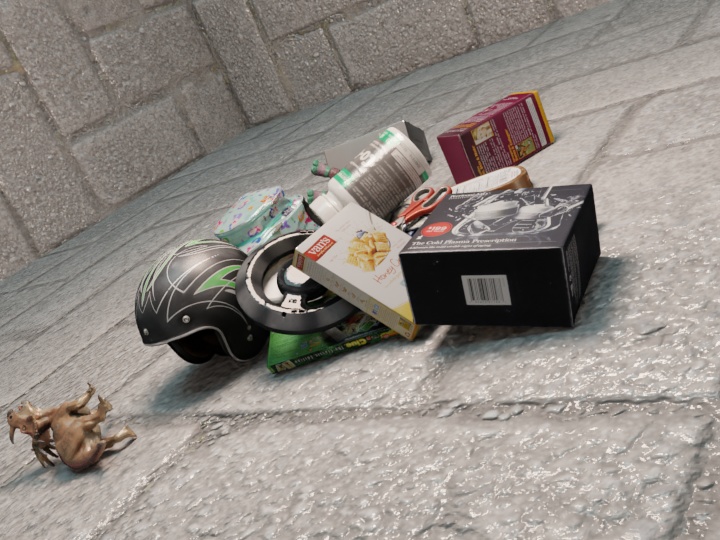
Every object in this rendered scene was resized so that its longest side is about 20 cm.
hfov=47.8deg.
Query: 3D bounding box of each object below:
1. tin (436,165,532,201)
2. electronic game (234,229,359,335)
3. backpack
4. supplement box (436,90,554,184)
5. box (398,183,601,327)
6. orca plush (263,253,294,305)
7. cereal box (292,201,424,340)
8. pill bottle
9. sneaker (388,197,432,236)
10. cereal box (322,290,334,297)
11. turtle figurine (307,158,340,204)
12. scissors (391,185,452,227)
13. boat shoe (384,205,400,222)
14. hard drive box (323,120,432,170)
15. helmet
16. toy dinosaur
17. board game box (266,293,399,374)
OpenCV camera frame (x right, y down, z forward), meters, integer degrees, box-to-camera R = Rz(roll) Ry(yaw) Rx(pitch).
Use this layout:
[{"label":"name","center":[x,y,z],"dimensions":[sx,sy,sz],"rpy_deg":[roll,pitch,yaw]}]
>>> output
[{"label":"tin","center":[0.203,-0.133,1.438],"dimensions":[0.200,0.042,0.112],"rpy_deg":[-19,15,18]},{"label":"electronic game","center":[-0.080,0.013,1.157],"dimensions":[0.200,0.042,0.200],"rpy_deg":[-4,45,4]},{"label":"backpack","center":[-0.189,-0.057,1.538],"dimensions":[0.177,0.151,0.200],"rpy_deg":[-3,48,52]},{"label":"supplement box","center":[0.264,-0.257,1.580],"dimensions":[0.200,0.111,0.086],"rpy_deg":[-31,19,-18]},{"label":"box","center":[0.176,-0.021,1.002],"dimensions":[0.200,0.104,0.182],"rpy_deg":[-1,27,27]},{"label":"orca plush","center":[-0.089,0.002,1.242],"dimensions":[0.105,0.071,0.200],"rpy_deg":[22,54,11]},{"label":"cereal box","center":[0.027,-0.004,1.114],"dimensions":[0.200,0.040,0.144],"rpy_deg":[32,46,15]},{"label":"pill bottle","center":[0.016,-0.142,1.404],"dimensions":[0.200,0.113,0.113],"rpy_deg":[-42,19,-2]},{"label":"sneaker","center":[0.096,-0.067,1.336],"dimensions":[0.085,0.077,0.200],"rpy_deg":[-38,21,-23]},{"label":"cereal box","center":[0.000,0.000,1.297],"dimensions":[0.144,0.040,0.200],"rpy_deg":[-29,19,-2]},{"label":"turtle figurine","center":[-0.009,-0.180,1.734],"dimensions":[0.200,0.101,0.150],"rpy_deg":[5,63,14]},{"label":"scissors","center":[0.068,-0.078,1.299],"dimensions":[0.200,0.014,0.073],"rpy_deg":[-42,35,-26]},{"label":"boat shoe","center":[0.019,-0.080,1.482],"dimensions":[0.200,0.072,0.066],"rpy_deg":[5,68,26]},{"label":"hard drive box","center":[0.042,-0.260,1.843],"dimensions":[0.200,0.077,0.156],"rpy_deg":[-18,-6,19]},{"label":"helmet","center":[-0.240,0.048,1.232],"dimensions":[0.200,0.191,0.200],"rpy_deg":[-30,37,26]},{"label":"toy dinosaur","center":[-0.406,0.236,1.144],"dimensions":[0.136,0.086,0.200],"rpy_deg":[-42,39,-17]},{"label":"board game box","center":[-0.037,0.075,1.142],"dimensions":[0.200,0.023,0.105],"rpy_deg":[-18,43,17]}]
